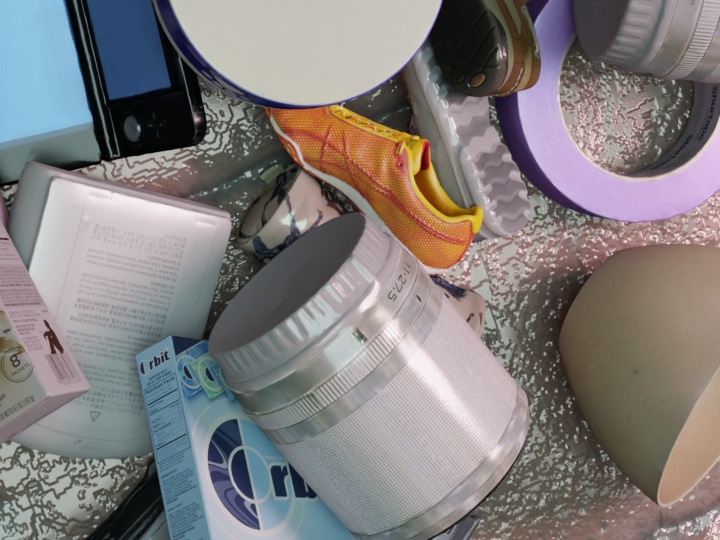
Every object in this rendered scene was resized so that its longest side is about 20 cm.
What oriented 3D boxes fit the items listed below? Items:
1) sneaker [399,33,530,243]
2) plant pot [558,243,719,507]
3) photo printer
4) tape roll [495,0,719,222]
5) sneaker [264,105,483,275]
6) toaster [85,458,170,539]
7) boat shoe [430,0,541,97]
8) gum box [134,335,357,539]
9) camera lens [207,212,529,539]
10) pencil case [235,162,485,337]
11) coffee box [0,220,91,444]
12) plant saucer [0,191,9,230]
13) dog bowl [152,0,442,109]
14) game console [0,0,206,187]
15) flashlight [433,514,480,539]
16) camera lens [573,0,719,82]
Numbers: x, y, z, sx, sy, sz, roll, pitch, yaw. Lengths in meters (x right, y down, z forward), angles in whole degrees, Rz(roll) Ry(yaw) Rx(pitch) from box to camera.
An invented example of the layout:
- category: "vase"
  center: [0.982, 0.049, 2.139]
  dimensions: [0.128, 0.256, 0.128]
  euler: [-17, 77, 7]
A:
- category: "sneaker"
  center: [0.055, -0.111, 1.410]
  dimensions: [0.074, 0.082, 0.202]
  euler: [-8, 77, -47]
- category: "plant pot"
  center: [0.230, 0.059, 1.418]
  dimensions: [0.134, 0.200, 0.201]
  euler: [33, 87, 23]
- category: "photo printer"
  center: [-0.191, 0.036, 1.354]
  dimensions: [0.165, 0.069, 0.202]
  euler: [12, 95, -34]
- category: "tape roll"
  center: [0.207, -0.139, 1.442]
  dimensions: [0.198, 0.066, 0.203]
  euler: [-1, 96, -10]
- category: "sneaker"
  center: [0.009, -0.085, 1.375]
  dimensions: [0.200, 0.073, 0.077]
  euler: [41, 114, 4]
- category: "toaster"
  center: [-0.131, 0.219, 1.383]
  dimensions: [0.200, 0.114, 0.129]
  euler: [-47, 105, -9]
- category: "boat shoe"
  center: [0.081, -0.216, 1.391]
  dimensions: [0.073, 0.075, 0.202]
  euler: [3, 64, -43]
- category: "gum box"
  center: [-0.070, 0.153, 1.335]
  dimensions: [0.169, 0.044, 0.202]
  euler: [9, 61, -49]
- category: "camera lens"
  center: [0.009, 0.082, 1.307]
  dimensions: [0.160, 0.160, 0.200]
  euler: [-42, 107, -5]
- category: "pencil case"
  center: [0.000, 0.000, 1.407]
  dimensions: [0.199, 0.090, 0.078]
  euler: [36, 116, -12]
- category: "coffee box"
  center: [-0.285, 0.022, 1.259]
  dimensions: [0.112, 0.080, 0.201]
  euler: [-31, 83, 12]
- category: "plant saucer"
  center: [-0.352, -0.021, 1.347]
  dimensions: [0.198, 0.051, 0.203]
  euler: [-1, 96, -10]
- category: "dog bowl"
  center: [-0.042, -0.210, 1.267]
  dimensions: [0.198, 0.079, 0.203]
  euler: [-1, 95, -12]
- category: "game console"
  center: [-0.218, -0.170, 1.333]
  dimensions: [0.116, 0.175, 0.202]
  euler: [-19, 100, -37]
- category: "flashlight"
  center: [0.021, 0.263, 1.441]
  dimensions: [0.068, 0.068, 0.201]
  euler: [37, 86, -38]
- category: "camera lens"
  center: [0.267, -0.213, 1.325]
  dimensions: [0.198, 0.160, 0.162]
  euler: [4, 94, -12]
